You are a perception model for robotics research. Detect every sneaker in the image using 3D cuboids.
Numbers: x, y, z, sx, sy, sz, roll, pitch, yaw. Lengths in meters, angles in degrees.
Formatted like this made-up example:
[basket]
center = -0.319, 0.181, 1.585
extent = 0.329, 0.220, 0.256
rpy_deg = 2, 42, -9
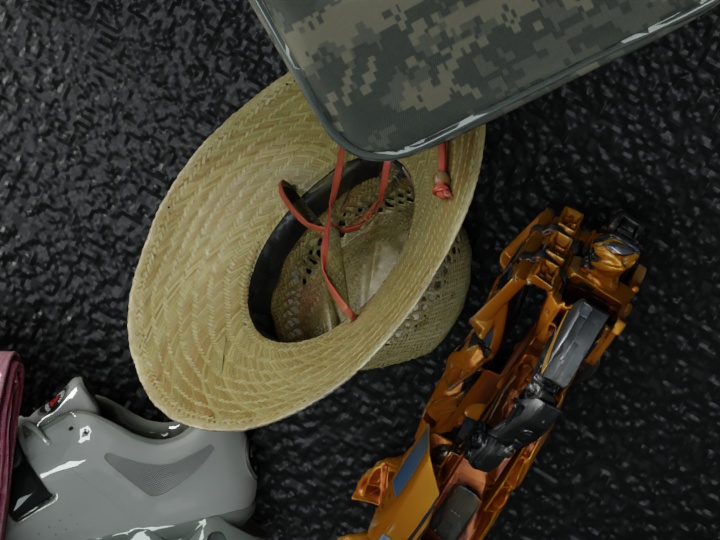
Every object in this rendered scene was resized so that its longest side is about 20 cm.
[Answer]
[sneaker]
center = -0.147, 0.094, 1.359
extent = 0.199, 0.074, 0.089
rpy_deg = -8, 100, -7

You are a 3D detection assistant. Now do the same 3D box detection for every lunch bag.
[lunch bag]
center = 0.056, -0.153, 1.201
extent = 0.199, 0.168, 0.140
rpy_deg = -27, 107, 13

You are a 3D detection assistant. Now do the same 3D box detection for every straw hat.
[straw hat]
center = 0.000, 0.000, 1.299
extent = 0.201, 0.202, 0.085
rpy_deg = -37, 133, 19

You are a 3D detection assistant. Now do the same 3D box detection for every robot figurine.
[robot figurine]
center = 0.055, 0.057, 1.276
extent = 0.058, 0.145, 0.200
rpy_deg = 31, 118, -1

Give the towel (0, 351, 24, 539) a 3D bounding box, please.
[towel]
center = -0.252, 0.105, 1.329
extent = 0.199, 0.023, 0.145
rpy_deg = 0, 73, 16
